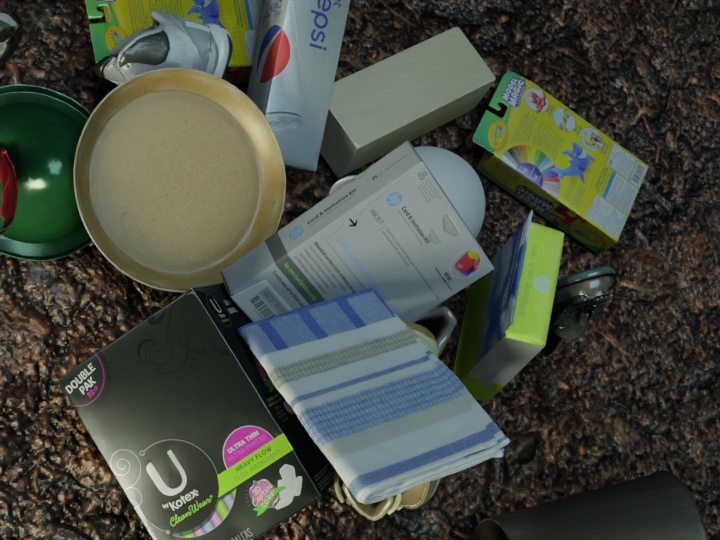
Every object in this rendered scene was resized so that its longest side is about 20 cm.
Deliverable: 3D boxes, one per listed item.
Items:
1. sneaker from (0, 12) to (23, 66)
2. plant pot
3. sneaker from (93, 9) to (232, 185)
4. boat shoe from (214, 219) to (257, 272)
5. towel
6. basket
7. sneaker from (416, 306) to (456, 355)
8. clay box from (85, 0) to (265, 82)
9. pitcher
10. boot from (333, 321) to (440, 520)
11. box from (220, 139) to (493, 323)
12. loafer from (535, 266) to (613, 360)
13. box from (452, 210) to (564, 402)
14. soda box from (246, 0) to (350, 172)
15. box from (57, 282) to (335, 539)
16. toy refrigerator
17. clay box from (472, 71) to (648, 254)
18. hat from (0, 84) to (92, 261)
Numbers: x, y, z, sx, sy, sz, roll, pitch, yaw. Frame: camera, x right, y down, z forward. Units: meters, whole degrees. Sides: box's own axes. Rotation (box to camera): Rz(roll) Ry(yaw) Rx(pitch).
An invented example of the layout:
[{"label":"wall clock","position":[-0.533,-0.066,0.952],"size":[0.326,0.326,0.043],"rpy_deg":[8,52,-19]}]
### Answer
[{"label":"sneaker","position":[-0.411,-0.202,1.131],"size":[0.199,0.077,0.089],"rpy_deg":[-30,72,-35]},{"label":"plant pot","position":[-0.163,-0.081,1.128],"size":[0.199,0.027,0.202],"rpy_deg":[1,89,-28]},{"label":"sneaker","position":[-0.202,-0.148,1.167],"size":[0.115,0.075,0.201],"rpy_deg":[18,87,-27]},{"label":"boat shoe","position":[-0.119,-0.010,1.190],"size":[0.068,0.072,0.201],"rpy_deg":[3,73,-7]},{"label":"towel","position":[0.008,0.096,1.004],"size":[0.146,0.024,0.200],"rpy_deg":[-15,47,-32]},{"label":"basket","position":[0.215,0.287,1.199],"size":[0.199,0.136,0.182],"rpy_deg":[1,76,-20]},{"label":"sneaker","position":[0.008,0.096,1.193],"size":[0.200,0.090,0.075],"rpy_deg":[-41,91,-31]},{"label":"clay box","position":[-0.177,-0.247,1.248],"size":[0.199,0.048,0.116],"rpy_deg":[-6,76,-25]},{"label":"pitcher","position":[0.038,-0.030,1.230],"size":[0.121,0.173,0.200],"rpy_deg":[25,26,21]},{"label":"boot","position":[0.026,0.167,1.098],"size":[0.072,0.201,0.155],"rpy_deg":[7,35,13]},{"label":"box","position":[0.000,0.000,1.102],"size":[0.156,0.199,0.041],"rpy_deg":[51,7,-42]},{"label":"loafer","position":[0.208,0.044,1.242],"size":[0.071,0.200,0.063],"rpy_deg":[-12,80,-12]},{"label":"box","position":[0.142,0.039,1.210],"size":[0.047,0.200,0.123],"rpy_deg":[16,65,-6]},{"label":"soda box","position":[-0.065,-0.200,1.221],"size":[0.068,0.063,0.201],"rpy_deg":[11,91,-27]},{"label":"box","position":[-0.130,0.132,1.065],"size":[0.148,0.124,0.201],"rpy_deg":[-33,86,10]},{"label":"toy refrigerator","position":[0.040,-0.178,1.322],"size":[0.199,0.070,0.076],"rpy_deg":[-30,79,-31]},{"label":"clay box","position":[0.215,-0.122,1.391],"size":[0.199,0.048,0.115],"rpy_deg":[34,61,-9]},{"label":"hat","position":[-0.271,-0.106,1.088],"size":[0.165,0.176,0.201],"rpy_deg":[-9,76,-26]}]
